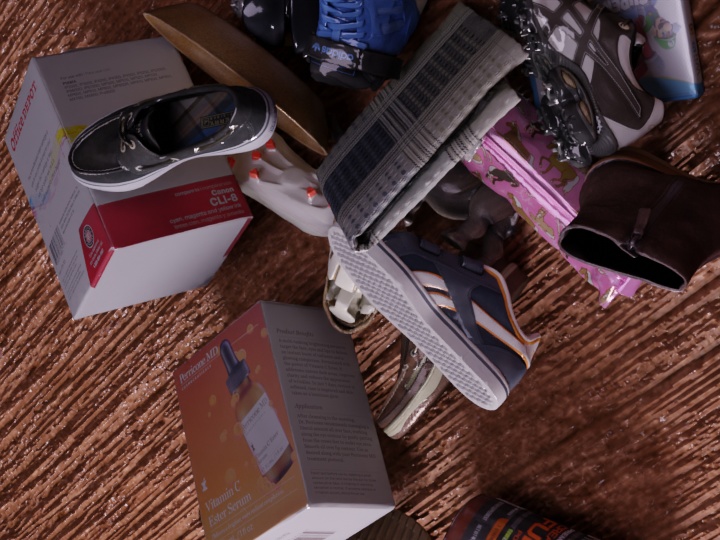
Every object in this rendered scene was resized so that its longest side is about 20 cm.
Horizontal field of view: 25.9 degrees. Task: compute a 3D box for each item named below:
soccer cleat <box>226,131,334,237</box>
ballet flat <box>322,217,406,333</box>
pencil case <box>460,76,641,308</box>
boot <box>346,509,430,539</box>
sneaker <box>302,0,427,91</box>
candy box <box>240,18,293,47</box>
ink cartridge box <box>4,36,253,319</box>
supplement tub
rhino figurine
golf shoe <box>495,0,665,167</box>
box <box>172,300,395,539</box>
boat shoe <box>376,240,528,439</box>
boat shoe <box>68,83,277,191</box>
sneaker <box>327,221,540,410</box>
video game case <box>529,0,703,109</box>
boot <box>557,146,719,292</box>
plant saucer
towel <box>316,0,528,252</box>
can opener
[{"bbox_3d":[-0.066,-0.075,1.424,0.199,0.069,0.078,28,155,33],"label":"soccer cleat"},{"bbox_3d":[0.000,0.000,1.349,0.070,0.066,0.200,22,154,11],"label":"ballet flat"},{"bbox_3d":[0.155,-0.063,1.248,0.200,0.086,0.083,44,151,5],"label":"pencil case"},{"bbox_3d":[-0.001,0.313,1.533,0.199,0.072,0.168,0,120,33],"label":"boot"},{"bbox_3d":[-0.007,-0.202,1.228,0.076,0.200,0.112,21,88,17],"label":"sneaker"},{"bbox_3d":[-0.049,-0.293,1.333,0.115,0.055,0.202,9,113,32],"label":"candy box"},{"bbox_3d":[-0.216,-0.087,1.426,0.201,0.144,0.145,65,148,16],"label":"ink cartridge box"},{"bbox_3d":[0.172,0.276,1.365,0.199,0.107,0.108,19,118,28],"label":"supplement tub"},{"bbox_3d":[0.052,-0.082,1.332,0.199,0.088,0.060,34,165,21],"label":"rhino figurine"},{"bbox_3d":[0.165,-0.178,1.202,0.078,0.094,0.202,93,158,-71],"label":"golf shoe"},{"bbox_3d":[-0.074,0.154,1.442,0.152,0.106,0.201,-39,56,38],"label":"box"},{"bbox_3d":[0.065,0.057,1.378,0.075,0.075,0.203,39,114,8],"label":"boat shoe"},{"bbox_3d":[-0.163,-0.114,1.268,0.198,0.056,0.069,-13,78,25],"label":"boat shoe"},{"bbox_3d":[0.062,0.017,1.276,0.200,0.079,0.078,46,160,-8],"label":"sneaker"},{"bbox_3d":[0.183,-0.226,1.218,0.142,0.018,0.202,-3,106,35],"label":"video game case"},{"bbox_3d":[0.250,-0.019,1.143,0.198,0.166,0.073,21,122,11],"label":"boot"},{"bbox_3d":[-0.098,-0.174,1.356,0.200,0.200,0.036,37,89,18],"label":"plant saucer"},{"bbox_3d":[0.048,-0.116,1.225,0.034,0.193,0.200,38,99,-20],"label":"towel"},{"bbox_3d":[-0.075,-0.277,1.289,0.063,0.078,0.202,-131,32,-67],"label":"can opener"}]
